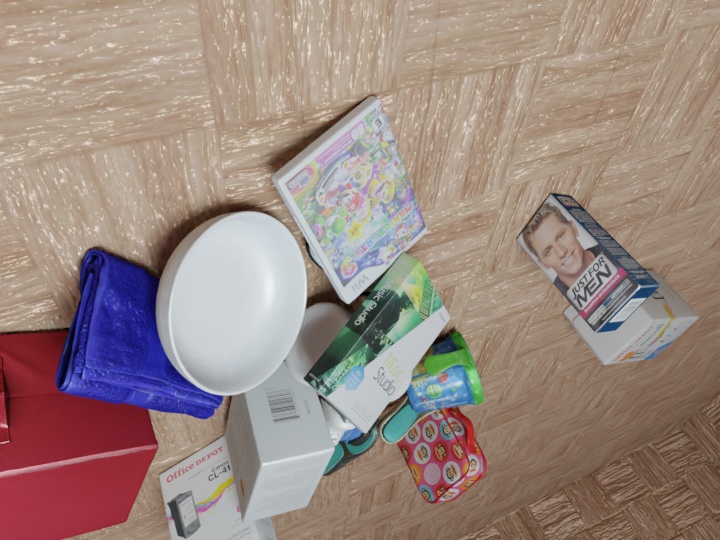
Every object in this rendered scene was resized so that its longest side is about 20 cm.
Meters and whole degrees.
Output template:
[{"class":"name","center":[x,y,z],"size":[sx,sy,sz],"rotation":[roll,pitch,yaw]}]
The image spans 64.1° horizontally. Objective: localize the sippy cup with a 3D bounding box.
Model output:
[{"class":"sippy cup","center":[0.142,0.196,1.058],"size":[0.129,0.140,0.179],"rotation":[-18,120,-1]}]

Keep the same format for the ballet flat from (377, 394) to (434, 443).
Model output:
[{"class":"ballet flat","center":[0.112,0.275,1.178],"size":[0.199,0.069,0.070],"rotation":[-35,146,-13]}]

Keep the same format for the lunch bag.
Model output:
[{"class":"lunch bag","center":[0.171,0.364,1.211],"size":[0.082,0.201,0.176],"rotation":[14,126,-39]}]

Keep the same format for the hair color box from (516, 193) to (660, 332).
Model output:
[{"class":"hair color box","center":[0.336,-0.014,0.872],"size":[0.060,0.201,0.100],"rotation":[0,135,-36]}]

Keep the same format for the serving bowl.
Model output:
[{"class":"serving bowl","center":[-0.148,0.032,0.642],"size":[0.200,0.065,0.202],"rotation":[-20,115,-51]}]

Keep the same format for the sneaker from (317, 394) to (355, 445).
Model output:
[{"class":"sneaker","center":[-0.046,0.238,0.886],"size":[0.074,0.088,0.200],"rotation":[15,163,-13]}]

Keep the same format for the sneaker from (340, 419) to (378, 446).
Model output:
[{"class":"sneaker","center":[-0.051,0.310,1.084],"size":[0.200,0.077,0.111],"rotation":[-41,132,3]}]

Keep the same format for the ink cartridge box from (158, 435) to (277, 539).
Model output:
[{"class":"ink cartridge box","center":[-0.238,0.404,0.960],"size":[0.147,0.201,0.086],"rotation":[-31,144,0]}]

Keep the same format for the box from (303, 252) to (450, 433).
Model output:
[{"class":"box","center":[0.030,0.096,0.736],"size":[0.200,0.036,0.145],"rotation":[-52,141,-14]}]

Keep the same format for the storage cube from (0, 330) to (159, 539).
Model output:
[{"class":"storage cube","center":[-0.351,0.187,0.644],"size":[0.179,0.171,0.201],"rotation":[0,134,-37]}]

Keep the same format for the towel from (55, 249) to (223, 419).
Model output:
[{"class":"towel","center":[-0.220,0.076,0.630],"size":[0.049,0.149,0.200],"rotation":[-10,155,27]}]

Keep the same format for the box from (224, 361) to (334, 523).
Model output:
[{"class":"box","center":[-0.128,0.255,0.860],"size":[0.106,0.153,0.201],"rotation":[-5,140,-24]}]

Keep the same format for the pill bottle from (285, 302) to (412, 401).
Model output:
[{"class":"pill bottle","center":[-0.008,0.128,0.832],"size":[0.114,0.115,0.200],"rotation":[-40,143,13]}]

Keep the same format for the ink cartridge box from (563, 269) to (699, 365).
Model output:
[{"class":"ink cartridge box","center":[0.571,0.096,1.222],"size":[0.199,0.145,0.148],"rotation":[1,135,-36]}]

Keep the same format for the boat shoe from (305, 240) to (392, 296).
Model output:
[{"class":"boat shoe","center":[0.000,0.000,0.761],"size":[0.199,0.076,0.060],"rotation":[29,156,-35]}]

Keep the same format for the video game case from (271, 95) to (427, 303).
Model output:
[{"class":"video game case","center":[-0.002,-0.071,0.651],"size":[0.143,0.018,0.201],"rotation":[-42,136,-15]}]

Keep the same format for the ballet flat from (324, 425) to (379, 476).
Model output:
[{"class":"ballet flat","center":[-0.019,0.356,1.186],"size":[0.200,0.068,0.068],"rotation":[-41,154,31]}]
